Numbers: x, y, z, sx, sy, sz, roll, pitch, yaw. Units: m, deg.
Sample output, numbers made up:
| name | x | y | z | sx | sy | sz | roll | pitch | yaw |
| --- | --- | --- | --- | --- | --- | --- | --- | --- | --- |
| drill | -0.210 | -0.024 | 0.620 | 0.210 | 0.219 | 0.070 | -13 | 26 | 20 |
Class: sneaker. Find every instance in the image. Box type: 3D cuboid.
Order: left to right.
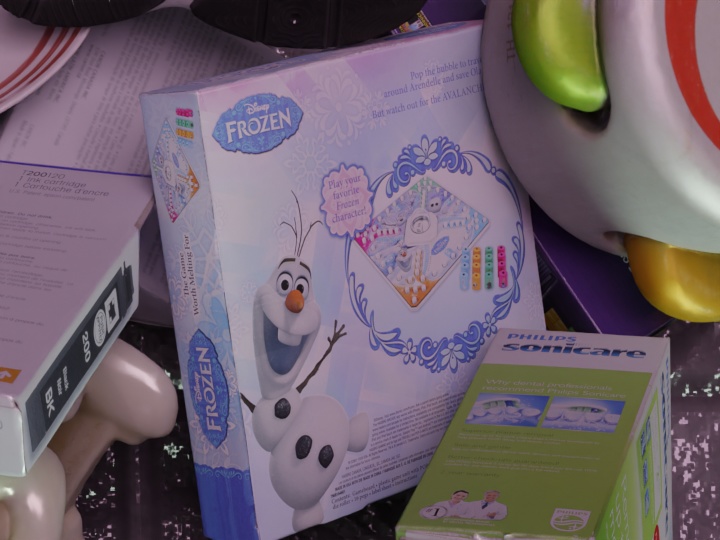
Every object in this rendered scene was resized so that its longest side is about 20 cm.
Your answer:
| name | x | y | z | sx | sy | sz | roll | pitch | yaw |
| --- | --- | --- | --- | --- | --- | --- | --- | --- | --- |
| sneaker | -0.066 | -0.166 | 1.254 | 0.200 | 0.076 | 0.116 | 4 | 45 | -3 |

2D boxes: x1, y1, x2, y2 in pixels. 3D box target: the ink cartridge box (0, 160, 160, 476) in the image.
| name | x | y | z | sx | sy | sz | roll | pitch | yaw |
| --- | --- | --- | --- | --- | --- | --- | --- | --- | --- |
| ink cartridge box | -0.199 | 0.008 | 1.153 | 0.197 | 0.044 | 0.200 | 7 | 29 | 12 |

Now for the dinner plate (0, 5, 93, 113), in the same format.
| name | x | y | z | sx | sy | sz | roll | pitch | yaw |
| --- | --- | --- | --- | --- | --- | --- | --- | --- | --- |
| dinner plate | -0.214 | -0.115 | 1.280 | 0.199 | 0.024 | 0.201 | -5 | 46 | 5 |

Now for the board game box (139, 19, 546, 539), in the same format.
| name | x | y | z | sx | sy | sz | roll | pitch | yaw |
| --- | --- | --- | --- | --- | --- | --- | --- | --- | --- |
| board game box | 0.000 | 0.000 | 1.250 | 0.200 | 0.043 | 0.200 | -16 | 104 | -43 |

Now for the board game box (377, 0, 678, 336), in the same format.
| name | x | y | z | sx | sy | sz | roll | pitch | yaw |
| --- | --- | --- | --- | --- | --- | --- | --- | --- | --- |
| board game box | 0.126 | -0.074 | 1.370 | 0.165 | 0.057 | 0.200 | -33 | 84 | -19 |

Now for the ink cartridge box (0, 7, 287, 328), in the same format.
| name | x | y | z | sx | sy | sz | roll | pitch | yaw |
| --- | --- | --- | --- | --- | --- | --- | --- | --- | --- |
| ink cartridge box | -0.079 | -0.040 | 1.309 | 0.200 | 0.047 | 0.160 | 32 | 53 | -18 |

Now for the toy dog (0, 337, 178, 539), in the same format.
| name | x | y | z | sx | sy | sz | roll | pitch | yaw |
| --- | --- | --- | --- | --- | --- | --- | --- | --- | --- |
| toy dog | -0.195 | 0.091 | 1.159 | 0.194 | 0.140 | 0.200 | 44 | 35 | -4 |

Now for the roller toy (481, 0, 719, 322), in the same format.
| name | x | y | z | sx | sy | sz | roll | pitch | yaw |
| --- | --- | --- | --- | --- | --- | --- | --- | --- | --- |
| roller toy | 0.155 | -0.097 | 1.269 | 0.200 | 0.140 | 0.183 | 49 | 64 | -18 |

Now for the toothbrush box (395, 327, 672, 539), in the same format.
| name | x | y | z | sx | sy | sz | roll | pitch | yaw |
| --- | --- | --- | --- | --- | --- | --- | --- | --- | --- |
| toothbrush box | 0.080 | 0.131 | 1.196 | 0.086 | 0.200 | 0.146 | 2 | 112 | 13 |
